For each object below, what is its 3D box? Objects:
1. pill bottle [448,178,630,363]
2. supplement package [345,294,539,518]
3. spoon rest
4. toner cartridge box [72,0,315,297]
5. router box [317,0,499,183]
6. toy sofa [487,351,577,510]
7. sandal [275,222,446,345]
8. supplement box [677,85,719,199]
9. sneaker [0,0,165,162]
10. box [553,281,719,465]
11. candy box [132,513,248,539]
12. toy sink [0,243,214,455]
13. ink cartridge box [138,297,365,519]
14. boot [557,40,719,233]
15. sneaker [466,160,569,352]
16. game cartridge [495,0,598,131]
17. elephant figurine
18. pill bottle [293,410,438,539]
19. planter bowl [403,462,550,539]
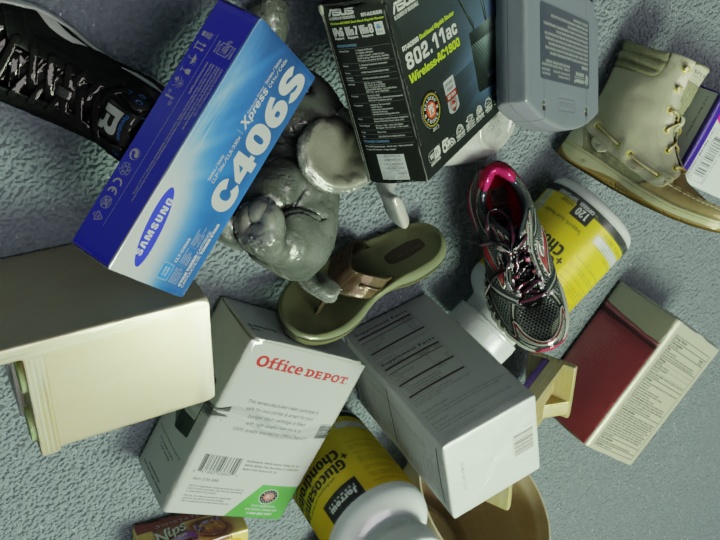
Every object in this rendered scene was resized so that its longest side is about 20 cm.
[{"bbox_3d":[0.195,0.004,0.978,0.200,0.112,0.112,-47,132,0],"label":"pill bottle"},{"bbox_3d":[0.083,0.135,0.926,0.109,0.200,0.114,-25,130,-17],"label":"supplement package"},{"bbox_3d":[0.085,-0.126,0.873,0.200,0.061,0.100,-43,135,-21],"label":"spoon rest"},{"bbox_3d":[-0.117,-0.084,0.640,0.201,0.043,0.095,-59,154,-1],"label":"toner cartridge box"},{"bbox_3d":[0.060,-0.184,0.732,0.200,0.062,0.150,-46,128,-42],"label":"router box"},{"bbox_3d":[0.172,0.176,1.036,0.200,0.097,0.083,-39,138,-45],"label":"toy sofa"},{"bbox_3d":[0.000,-0.001,0.867,0.201,0.080,0.057,-33,155,-23],"label":"sandal"},{"bbox_3d":[0.416,-0.146,1.038,0.199,0.103,0.102,15,108,-37],"label":"supplement box"},{"bbox_3d":[-0.204,-0.131,0.631,0.199,0.112,0.073,17,107,-39],"label":"sneaker"},{"bbox_3d":[0.352,0.138,1.168,0.128,0.109,0.200,28,100,-41],"label":"box"},{"bbox_3d":[-0.193,0.361,0.984,0.116,0.056,0.201,-9,121,-28],"label":"candy box"},{"bbox_3d":[-0.236,0.060,0.718,0.199,0.130,0.113,-15,126,-26],"label":"toy sink"},{"bbox_3d":[-0.108,0.143,0.883,0.146,0.084,0.201,18,107,-39],"label":"ink cartridge box"},{"bbox_3d":[0.328,-0.142,0.924,0.155,0.200,0.072,-60,153,10],"label":"boot"},{"bbox_3d":[0.154,-0.013,0.890,0.080,0.201,0.075,-20,175,3],"label":"sneaker"},{"bbox_3d":[0.176,-0.197,0.816,0.200,0.041,0.134,-10,104,-57],"label":"game cartridge"},{"bbox_3d":[-0.052,-0.103,0.749,0.201,0.141,0.155,-61,162,-7],"label":"elephant figurine"},{"bbox_3d":[0.000,0.247,0.931,0.112,0.200,0.112,-17,126,-25],"label":"pill bottle"},{"bbox_3d":[0.115,0.312,1.083,0.199,0.201,0.135,8,139,-36],"label":"planter bowl"}]
